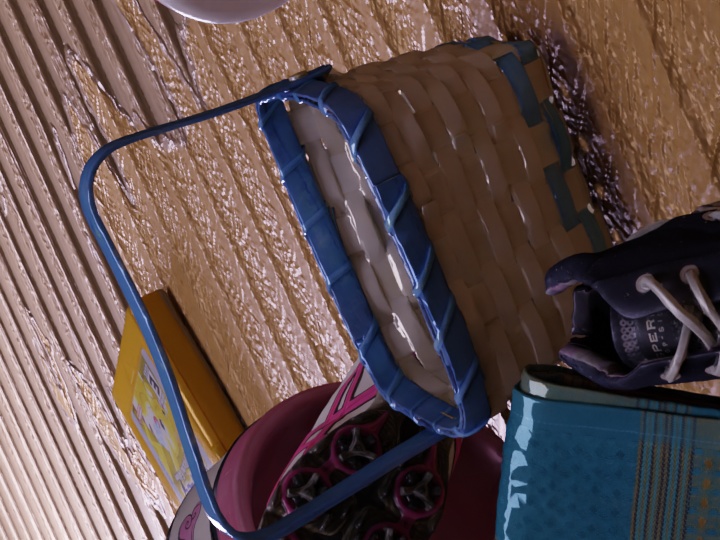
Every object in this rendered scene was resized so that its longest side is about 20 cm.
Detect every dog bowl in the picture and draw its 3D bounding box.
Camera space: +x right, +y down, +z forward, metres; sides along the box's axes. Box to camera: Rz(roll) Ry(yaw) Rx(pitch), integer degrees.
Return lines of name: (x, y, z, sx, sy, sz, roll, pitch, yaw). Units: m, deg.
dog bowl: (0.008, 0.140, 1.275, 0.201, 0.199, 0.074, 55, 142, 27)

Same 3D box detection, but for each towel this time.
towel: (0.120, 0.136, 0.999, 0.022, 0.146, 0.201, -61, -22, -62)

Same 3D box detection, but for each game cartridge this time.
game cartridge: (-0.109, 0.133, 1.802, 0.201, 0.032, 0.177, 60, 160, 18)

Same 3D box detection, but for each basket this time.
basket: (0.000, 0.000, 1.092, 0.139, 0.199, 0.177, 7, 119, 67)

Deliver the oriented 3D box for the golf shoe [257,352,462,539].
golf shoe: (0.009, 0.089, 1.220, 0.072, 0.201, 0.092, 34, 158, -1)

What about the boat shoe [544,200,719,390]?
boat shoe: (0.140, 0.017, 0.903, 0.200, 0.092, 0.075, 3, 109, 69)

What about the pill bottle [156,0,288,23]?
pill bottle: (-0.100, -0.195, 1.263, 0.200, 0.110, 0.111, 35, 145, 56)
